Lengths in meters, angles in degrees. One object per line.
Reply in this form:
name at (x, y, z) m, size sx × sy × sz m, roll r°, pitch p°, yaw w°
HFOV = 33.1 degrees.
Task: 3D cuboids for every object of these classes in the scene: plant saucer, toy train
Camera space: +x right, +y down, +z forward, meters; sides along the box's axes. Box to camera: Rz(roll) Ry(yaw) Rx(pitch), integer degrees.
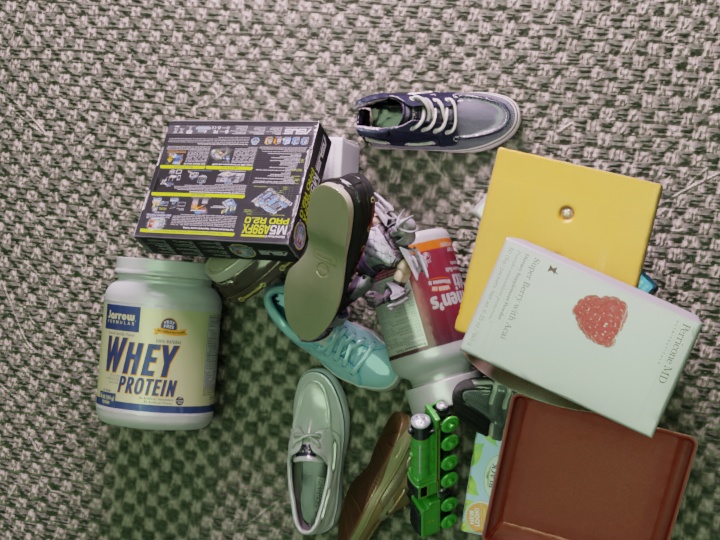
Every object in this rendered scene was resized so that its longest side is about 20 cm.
plant saucer at (0.210, 0.096, 1.336) m, size 0.199 × 0.200 × 0.032 m, roll 19°, pitch 109°, yaw 15°
toy train at (0.081, 0.229, 1.390) m, size 0.056 × 0.201 × 0.042 m, roll -17°, pitch 40°, yaw -17°
plant saucer at (0.246, 0.233, 1.321) m, size 0.198 × 0.037 × 0.201 m, roll 13°, pitch 115°, yaw 11°

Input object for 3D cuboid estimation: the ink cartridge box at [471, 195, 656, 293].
ink cartridge box at (0.232, -0.022, 1.356) m, size 0.200 × 0.145 × 0.084 m, roll 45°, pitch 99°, yaw 12°

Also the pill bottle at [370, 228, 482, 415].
pill bottle at (0.077, 0.061, 1.420) m, size 0.109 × 0.110 × 0.201 m, roll -18°, pitch 84°, yaw 14°

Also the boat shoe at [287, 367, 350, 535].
boat shoe at (-0.054, 0.220, 1.471) m, size 0.073 × 0.065 × 0.202 m, roll -5°, pitch 87°, yaw 19°

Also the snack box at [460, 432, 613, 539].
snack box at (0.227, 0.249, 1.402) m, size 0.198 × 0.053 × 0.143 m, roll 10°, pitch 90°, yaw 14°

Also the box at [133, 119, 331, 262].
box at (-0.146, -0.094, 1.392) m, size 0.199 × 0.044 × 0.161 m, roll 3°, pitch 65°, yaw 21°

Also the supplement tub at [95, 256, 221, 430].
supplement tub at (-0.246, 0.088, 1.488) m, size 0.144 × 0.145 × 0.202 m, roll 4°, pitch 89°, yaw 15°

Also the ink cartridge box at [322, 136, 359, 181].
ink cartridge box at (-0.110, -0.091, 1.489) m, size 0.198 × 0.084 × 0.146 m, roll 3°, pitch 90°, yaw 15°

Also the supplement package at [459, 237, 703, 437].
supplement package at (0.217, 0.061, 1.184) m, size 0.199 × 0.120 × 0.122 m, roll 24°, pitch 96°, yaw 13°

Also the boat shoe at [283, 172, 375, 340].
boat shoe at (-0.032, -0.012, 1.313) m, size 0.073 × 0.063 × 0.202 m, roll 31°, pitch 124°, yaw 23°

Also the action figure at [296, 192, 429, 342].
action figure at (0.000, 0.000, 1.364) m, size 0.200 × 0.069 × 0.131 m, roll -44°, pitch 58°, yaw 36°

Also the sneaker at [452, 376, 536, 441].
sneaker at (0.202, 0.140, 1.382) m, size 0.198 × 0.116 × 0.075 m, roll 12°, pitch 121°, yaw 0°

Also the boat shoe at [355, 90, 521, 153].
boat shoe at (0.087, -0.177, 1.435) m, size 0.198 × 0.093 × 0.075 m, roll -5°, pitch 87°, yaw 15°

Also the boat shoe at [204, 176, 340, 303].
boat shoe at (-0.083, -0.035, 1.407) m, size 0.199 × 0.072 × 0.060 m, roll -34°, pitch 123°, yaw -1°

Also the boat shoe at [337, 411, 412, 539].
boat shoe at (0.032, 0.263, 1.443) m, size 0.064 × 0.071 × 0.201 m, roll 19°, pitch 113°, yaw -18°

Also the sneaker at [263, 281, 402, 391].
sneaker at (-0.040, 0.083, 1.465) m, size 0.199 × 0.082 × 0.074 m, roll 31°, pitch 97°, yaw 14°

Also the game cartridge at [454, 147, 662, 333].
game cartridge at (0.205, -0.012, 1.266) m, size 0.175 × 0.032 × 0.202 m, roll 15°, pitch 95°, yaw 15°
